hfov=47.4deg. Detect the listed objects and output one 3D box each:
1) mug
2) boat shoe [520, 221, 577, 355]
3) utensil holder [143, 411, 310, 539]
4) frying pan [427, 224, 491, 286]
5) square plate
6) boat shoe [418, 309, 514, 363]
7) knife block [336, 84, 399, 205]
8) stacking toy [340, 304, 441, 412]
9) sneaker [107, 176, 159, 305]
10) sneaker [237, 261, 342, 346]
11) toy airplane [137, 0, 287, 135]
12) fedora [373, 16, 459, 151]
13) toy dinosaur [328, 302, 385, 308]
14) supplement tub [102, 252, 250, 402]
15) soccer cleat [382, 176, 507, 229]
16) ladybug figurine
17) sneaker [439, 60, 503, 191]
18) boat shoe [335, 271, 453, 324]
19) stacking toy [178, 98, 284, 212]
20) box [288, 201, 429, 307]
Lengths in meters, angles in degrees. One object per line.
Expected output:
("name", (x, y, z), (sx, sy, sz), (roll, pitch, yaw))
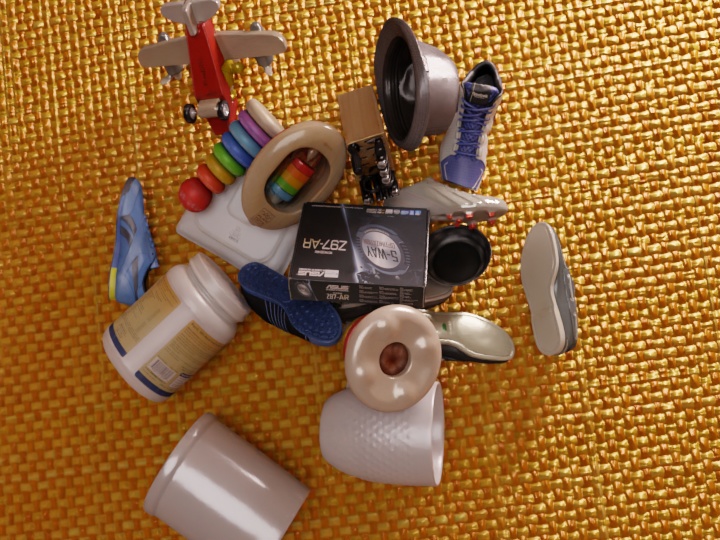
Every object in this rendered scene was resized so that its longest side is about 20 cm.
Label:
("mug", (0.034, 0.216, 1.231), (0.170, 0.148, 0.205), (-1, 64, 13))
("boat shoe", (0.295, 0.028, 1.262), (0.061, 0.072, 0.206), (4, 76, -37))
("utensil holder", (-0.195, 0.338, 1.225), (0.197, 0.170, 0.172), (32, 89, 5))
("frying pan", (0.113, -0.007, 1.264), (0.186, 0.031, 0.116), (-22, 52, -2))
("square plate", (-0.176, -0.104, 1.326), (0.197, 0.028, 0.201), (29, 89, 8))
("boat shoe", (0.140, 0.107, 1.265), (0.194, 0.068, 0.073), (10, 57, -6))
("knife block", (0.009, -0.198, 1.239), (0.062, 0.176, 0.205), (-15, 84, 3))
("stacking toy", (0.019, 0.108, 1.195), (0.142, 0.199, 0.150), (-3, 100, -19))
("sneaker", (-0.358, -0.046, 1.326), (0.076, 0.066, 0.206), (5, 86, -6))
("sneaker", (-0.104, 0.062, 1.262), (0.198, 0.079, 0.070), (34, 67, 23))
("toy airplane", (-0.235, -0.344, 1.293), (0.199, 0.142, 0.200), (39, 119, -3))
("fedora", (0.092, -0.284, 1.255), (0.088, 0.178, 0.204), (-5, 58, -18))
("toy dinosaur", (0.000, 0.000, 1.240), (0.194, 0.078, 0.104), (-2, 56, 10))
("supplement tub", (-0.280, 0.085, 1.264), (0.199, 0.144, 0.145), (-41, 83, 1))
("soccer cleat", (0.130, -0.109, 1.272), (0.194, 0.069, 0.080), (-1, 74, 12))
("ladybug figurine", (-0.107, -0.149, 1.253), (0.200, 0.072, 0.135), (-43, 127, 13))
("sneaker", (0.169, -0.233, 1.256), (0.078, 0.115, 0.205), (14, 87, 7))
("boat shoe", (0.048, 0.045, 1.285), (0.194, 0.058, 0.068), (-6, 49, 2))
("stacking toy", (-0.207, -0.168, 1.285), (0.085, 0.085, 0.200), (45, 97, 7))
("box", (0.002, -0.026, 1.197), (0.194, 0.044, 0.163), (4, 47, 5))
